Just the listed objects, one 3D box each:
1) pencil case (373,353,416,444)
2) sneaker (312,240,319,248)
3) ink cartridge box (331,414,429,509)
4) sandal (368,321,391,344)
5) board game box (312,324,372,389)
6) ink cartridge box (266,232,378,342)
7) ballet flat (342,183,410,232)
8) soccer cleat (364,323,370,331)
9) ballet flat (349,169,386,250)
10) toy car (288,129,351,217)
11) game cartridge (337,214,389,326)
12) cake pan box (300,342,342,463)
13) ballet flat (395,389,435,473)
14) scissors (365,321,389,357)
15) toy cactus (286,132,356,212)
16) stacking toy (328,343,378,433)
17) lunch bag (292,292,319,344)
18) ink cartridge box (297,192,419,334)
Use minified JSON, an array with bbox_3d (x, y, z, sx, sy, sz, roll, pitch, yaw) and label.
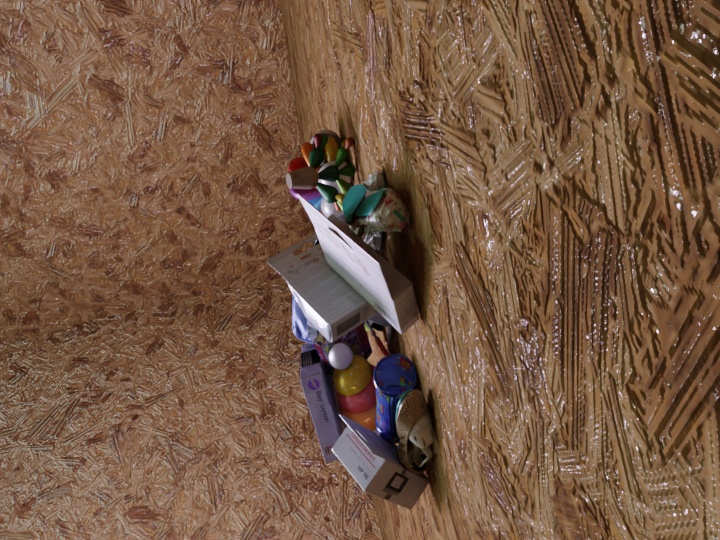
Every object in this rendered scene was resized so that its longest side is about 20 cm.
[{"bbox_3d":[0.063,0.241,1.066,0.204,0.075,0.089,86,-177,-48],"label":"pencil case"},{"bbox_3d":[-0.076,0.018,1.155,0.080,0.069,0.208,-37,-50,-73],"label":"sneaker"},{"bbox_3d":[0.026,0.346,1.054,0.199,0.067,0.115,40,177,-42],"label":"ink cartridge box"},{"bbox_3d":[0.020,0.062,1.221,0.080,0.057,0.212,89,168,-58],"label":"sandal"},{"bbox_3d":[-0.033,0.161,1.231,0.032,0.121,0.203,22,151,27],"label":"board game box"},{"bbox_3d":[-0.047,0.015,1.004,0.199,0.157,0.048,39,146,36],"label":"ink cartridge box"},{"bbox_3d":[0.021,-0.087,0.883,0.077,0.063,0.200,-58,18,3],"label":"ballet flat"},{"bbox_3d":[0.009,0.034,1.348,0.083,0.063,0.207,-22,-82,-67],"label":"soccer cleat"},{"bbox_3d":[0.011,-0.091,1.024,0.202,0.069,0.074,91,166,-60],"label":"ballet flat"},{"bbox_3d":[-0.100,-0.221,1.407,0.204,0.145,0.178,86,170,-48],"label":"toy car"},{"bbox_3d":[0.000,0.000,1.126,0.132,0.041,0.206,21,-131,-52],"label":"game cartridge"},{"bbox_3d":[-0.080,0.269,1.246,0.185,0.051,0.206,-113,8,-74],"label":"cake pan box"},{"bbox_3d":[0.096,0.272,0.966,0.065,0.070,0.203,40,153,34],"label":"ballet flat"},{"bbox_3d":[0.028,0.131,1.143,0.203,0.014,0.073,57,180,-7],"label":"scissors"},{"bbox_3d":[-0.073,-0.199,1.221,0.102,0.160,0.207,-32,73,61],"label":"toy cactus"},{"bbox_3d":[-0.008,0.222,1.191,0.148,0.142,0.203,-111,-4,-54],"label":"stacking toy"},{"bbox_3d":[-0.071,0.058,1.272,0.131,0.132,0.208,-22,-62,-58],"label":"lunch bag"},{"bbox_3d":[-0.001,-0.021,0.873,0.199,0.044,0.178,42,162,35],"label":"ink cartridge box"}]
